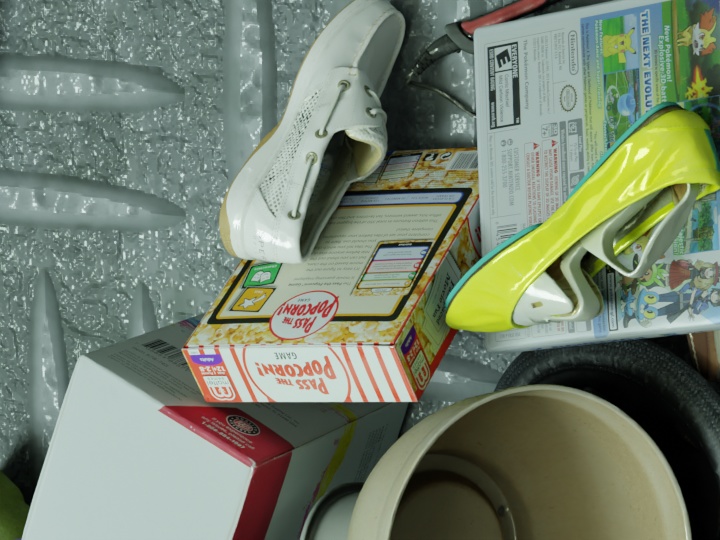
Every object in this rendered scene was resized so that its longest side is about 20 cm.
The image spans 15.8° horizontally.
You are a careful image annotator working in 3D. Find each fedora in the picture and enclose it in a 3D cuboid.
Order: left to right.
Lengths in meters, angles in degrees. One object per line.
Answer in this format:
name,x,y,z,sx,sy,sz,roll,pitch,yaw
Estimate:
fedora,0.172,0.124,1.575,0.200,0.091,0.202,4,97,36

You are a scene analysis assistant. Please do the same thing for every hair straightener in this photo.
hair straightener,0.114,-0.135,1.595,0.199,0.041,0.077,-18,89,31

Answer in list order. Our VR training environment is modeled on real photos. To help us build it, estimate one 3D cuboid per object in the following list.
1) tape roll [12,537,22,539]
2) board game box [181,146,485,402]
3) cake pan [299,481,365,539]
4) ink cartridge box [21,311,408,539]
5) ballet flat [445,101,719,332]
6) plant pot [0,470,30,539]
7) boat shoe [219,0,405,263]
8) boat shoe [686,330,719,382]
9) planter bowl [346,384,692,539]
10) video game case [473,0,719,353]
tape roll,-0.206,0.277,1.689,0.199,0.066,0.201,0,93,-2
board game box,0.000,0.000,1.596,0.151,0.200,0.046,-1,128,31
cake pan,0.039,0.219,1.606,0.037,0.200,0.201,-28,84,31
ink cartridge box,-0.089,0.126,1.668,0.145,0.200,0.145,29,114,23
ballet flat,0.129,-0.012,1.480,0.200,0.067,0.067,-43,63,24
plant pot,-0.246,0.256,1.801,0.184,0.200,0.201,34,114,8
boat shoe,-0.012,-0.084,1.615,0.069,0.071,0.201,17,66,27
boat shoe,0.196,-0.031,1.551,0.072,0.076,0.201,-10,84,32
planter bowl,0.072,0.164,1.494,0.135,0.199,0.201,-2,99,64
video game case,0.148,-0.059,1.525,0.182,0.022,0.201,-8,80,37
